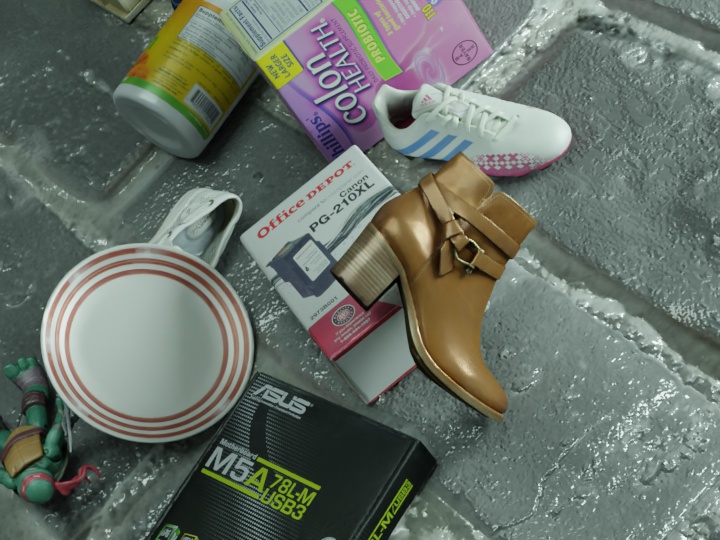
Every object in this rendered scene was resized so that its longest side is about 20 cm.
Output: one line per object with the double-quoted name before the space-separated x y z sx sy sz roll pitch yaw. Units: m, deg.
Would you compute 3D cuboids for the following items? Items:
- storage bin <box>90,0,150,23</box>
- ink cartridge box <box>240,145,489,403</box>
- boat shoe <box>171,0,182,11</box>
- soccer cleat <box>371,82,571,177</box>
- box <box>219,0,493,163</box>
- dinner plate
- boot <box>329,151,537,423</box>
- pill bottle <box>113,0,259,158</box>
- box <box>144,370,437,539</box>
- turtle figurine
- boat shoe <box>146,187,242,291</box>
"storage bin" -0.285 -0.426 2.076 0.200 0.094 0.198 -48 45 -9
"ink cartridge box" 0.000 0.000 1.574 0.145 0.084 0.200 -39 45 -1
"boat shoe" -0.138 -0.363 1.952 0.200 0.069 0.084 -39 45 0
"soccer cleat" 0.097 -0.136 1.619 0.200 0.086 0.070 6 60 35
"box" -0.002 -0.231 1.690 0.200 0.176 0.097 -36 45 1
"dinner plate" -0.199 0.069 1.616 0.200 0.024 0.201 6 66 -14
"boot" 0.092 0.014 1.451 0.155 0.077 0.200 -43 87 -5
"pill bottle" -0.162 -0.228 1.833 0.111 0.111 0.200 19 68 40
"box" -0.064 0.201 1.485 0.200 0.048 0.193 20 71 40
"turtle figurine" -0.323 0.165 1.637 0.150 0.101 0.200 -26 29 -9
"boat shoe" -0.181 -0.001 1.687 0.069 0.071 0.200 -3 52 53
